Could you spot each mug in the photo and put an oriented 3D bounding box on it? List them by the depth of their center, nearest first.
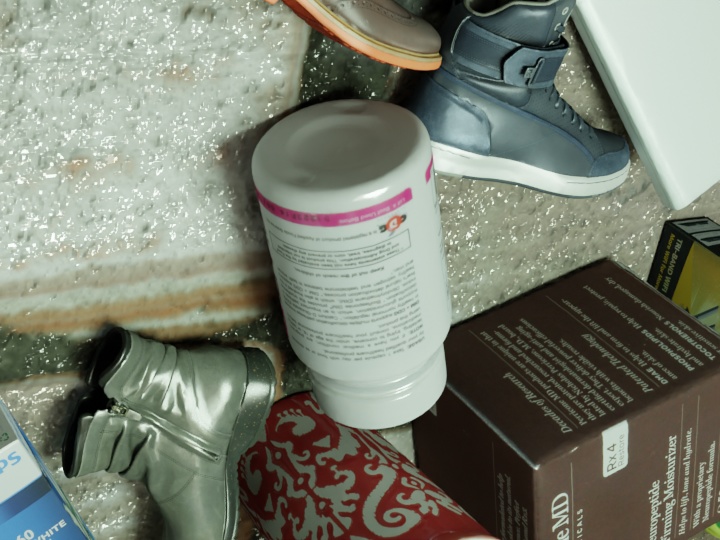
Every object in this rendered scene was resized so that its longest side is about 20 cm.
[{"bbox_3d":[0.004,0.198,1.017,0.133,0.200,0.178,-29,132,-18],"label":"mug"}]

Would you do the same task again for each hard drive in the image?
[{"bbox_3d":[0.233,-0.161,1.036,0.132,0.026,0.200,-37,117,-9],"label":"hard drive"}]

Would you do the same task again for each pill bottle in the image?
[{"bbox_3d":[0.000,0.000,0.945,0.113,0.113,0.201,-26,130,-20],"label":"pill bottle"}]

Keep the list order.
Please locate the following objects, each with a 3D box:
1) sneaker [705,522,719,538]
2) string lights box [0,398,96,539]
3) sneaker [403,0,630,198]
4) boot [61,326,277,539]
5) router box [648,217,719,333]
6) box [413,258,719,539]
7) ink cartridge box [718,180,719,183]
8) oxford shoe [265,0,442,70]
[{"bbox_3d":[0.422,0.204,1.408,0.200,0.084,0.074,-36,133,-12],"label":"sneaker"},{"bbox_3d":[-0.211,0.155,0.899,0.059,0.103,0.201,-32,133,-13],"label":"string lights box"},{"bbox_3d":[0.130,-0.131,0.981,0.202,0.077,0.147,4,118,-37],"label":"sneaker"},{"bbox_3d":[-0.144,0.133,0.970,0.130,0.068,0.201,7,106,-34],"label":"boot"},{"bbox_3d":[0.292,0.080,1.182,0.052,0.157,0.201,-7,121,-33],"label":"router box"},{"bbox_3d":[0.166,0.125,1.113,0.199,0.164,0.167,-23,130,-22],"label":"box"},{"bbox_3d":[0.306,-0.176,1.103,0.145,0.048,0.200,-38,136,-9],"label":"ink cartridge box"},{"bbox_3d":[-0.014,-0.177,0.852,0.200,0.071,0.073,22,99,-42],"label":"oxford shoe"}]
